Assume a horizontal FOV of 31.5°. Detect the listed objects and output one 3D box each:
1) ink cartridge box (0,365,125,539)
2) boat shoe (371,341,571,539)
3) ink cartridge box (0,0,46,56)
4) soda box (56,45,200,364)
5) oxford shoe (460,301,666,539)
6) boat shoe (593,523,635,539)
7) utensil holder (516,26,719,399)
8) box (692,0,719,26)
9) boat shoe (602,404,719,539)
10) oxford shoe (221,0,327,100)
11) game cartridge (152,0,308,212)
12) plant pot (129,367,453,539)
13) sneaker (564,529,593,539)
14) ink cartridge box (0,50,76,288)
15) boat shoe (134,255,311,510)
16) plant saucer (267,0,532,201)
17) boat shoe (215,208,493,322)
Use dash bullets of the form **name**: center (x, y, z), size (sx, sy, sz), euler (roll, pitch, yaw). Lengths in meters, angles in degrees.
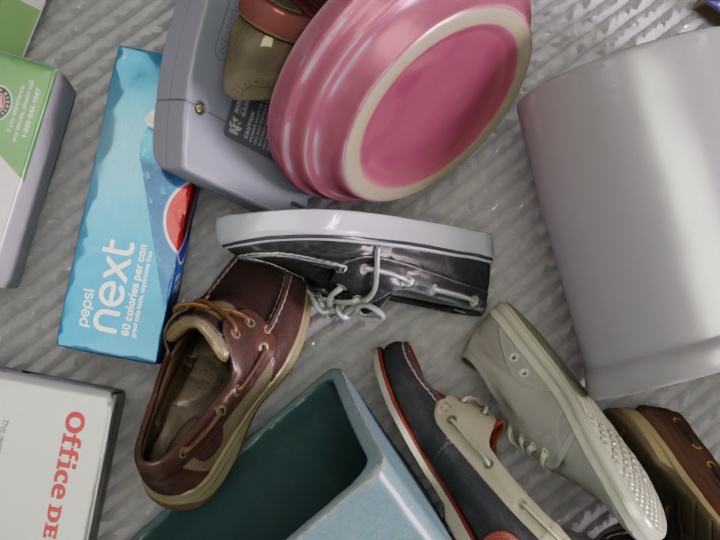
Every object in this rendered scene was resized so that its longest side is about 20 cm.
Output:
- **ink cartridge box**: center (-0.263, 0.131, 0.820), size (0.199, 0.084, 0.147), euler (11, 85, -3)
- **boat shoe**: center (0.069, 0.120, 0.822), size (0.062, 0.071, 0.200), euler (-33, 57, 4)
- **ink cartridge box**: center (-0.254, -0.257, 0.870), size (0.145, 0.048, 0.201), euler (26, 108, -1)
- **soda box**: center (-0.146, -0.042, 0.852), size (0.067, 0.064, 0.201), euler (11, 86, -3)
- **oxford shoe**: center (0.128, 0.104, 0.825), size (0.058, 0.075, 0.200), euler (-41, 50, 8)
- **boat shoe**: center (0.128, 0.250, 0.788), size (0.072, 0.063, 0.201), euler (30, 92, 3)
- **utensil holder**: center (0.203, -0.035, 0.827), size (0.169, 0.170, 0.201), euler (-15, 84, -5)
- **box**: center (0.344, -0.235, 0.915), size (0.121, 0.032, 0.200), euler (35, 86, -1)
- **boat shoe**: center (0.228, 0.163, 0.821), size (0.067, 0.072, 0.200), euler (-8, 45, -24)
- **oxford shoe**: center (-0.017, -0.136, 0.830), size (0.070, 0.199, 0.075), euler (42, 115, 32)
- **game cartridge**: center (-0.064, -0.144, 0.835), size (0.133, 0.041, 0.201), euler (24, 78, -42)
- **plant pot**: center (-0.015, 0.216, 0.779), size (0.196, 0.196, 0.200), euler (-40, 105, 1)
- **sneaker**: center (0.175, 0.214, 0.849), size (0.199, 0.075, 0.100), euler (-15, 88, -5)
- **ink cartridge box**: center (-0.307, -0.085, 0.832), size (0.199, 0.084, 0.146), euler (16, 86, -3)
- **boat shoe**: center (-0.090, 0.051, 0.816), size (0.072, 0.072, 0.201), euler (15, 62, 23)
- **plant saucer**: center (0.036, -0.116, 0.802), size (0.200, 0.201, 0.051), euler (-38, 63, -6)
- **boat shoe**: center (-0.001, 0.000, 0.835), size (0.199, 0.073, 0.068), euler (7, 83, -33)
